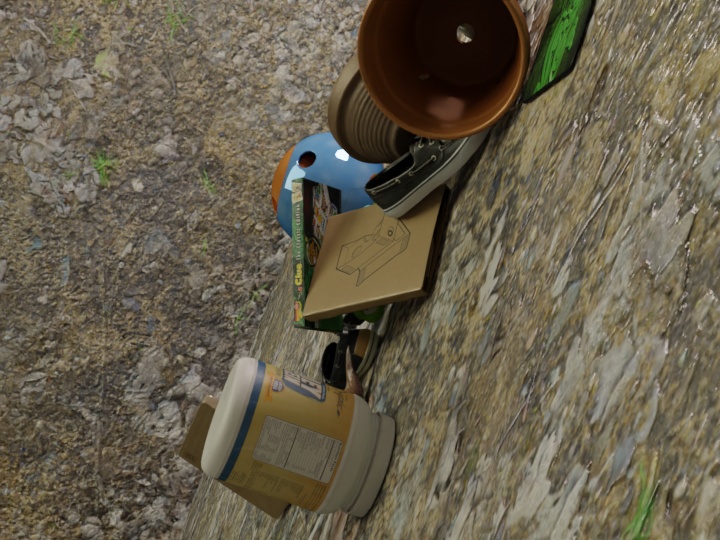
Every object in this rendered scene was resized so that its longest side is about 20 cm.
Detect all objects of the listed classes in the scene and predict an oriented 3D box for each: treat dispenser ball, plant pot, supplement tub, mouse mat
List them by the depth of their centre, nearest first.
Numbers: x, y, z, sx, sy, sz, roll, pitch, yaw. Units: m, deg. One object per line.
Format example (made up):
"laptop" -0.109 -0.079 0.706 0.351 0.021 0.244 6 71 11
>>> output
"mouse mat" 0.224 -0.284 1.292 0.161 0.007 0.202 151 137 -78
"supplement tub" -0.073 0.199 1.424 0.145 0.198 0.146 -160 90 -81
"plant pot" 0.109 -0.269 1.432 0.201 0.199 0.140 -66 -7 27
"plant pot" 0.064 -0.207 1.581 0.093 0.200 0.202 54 132 37
"treat dispenser ball" -0.050 -0.130 2.042 0.201 0.199 0.202 -160 90 -82

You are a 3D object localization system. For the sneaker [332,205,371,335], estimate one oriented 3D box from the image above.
"sneaker" 0.000 0.000 1.778 0.201 0.079 0.077 -65 -24 0

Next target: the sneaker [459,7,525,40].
"sneaker" 0.160 -0.332 1.576 0.200 0.079 0.075 -96 25 -74

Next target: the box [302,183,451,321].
"box" 0.021 -0.022 1.580 0.199 0.021 0.165 -14 49 38

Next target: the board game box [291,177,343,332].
"board game box" -0.058 -0.019 1.662 0.105 0.023 0.202 15 -107 -62

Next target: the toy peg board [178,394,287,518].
"toy peg board" -0.169 0.274 1.958 0.098 0.198 0.200 -56 -2 -38

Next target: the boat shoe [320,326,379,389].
"boat shoe" -0.029 0.137 1.768 0.200 0.062 0.075 121 165 -58

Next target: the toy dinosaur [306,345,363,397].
"toy dinosaur" -0.040 0.206 1.640 0.201 0.086 0.135 -55 18 -6

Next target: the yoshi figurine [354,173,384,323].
"yoshi figurine" 0.024 -0.029 1.669 0.112 0.111 0.202 -162 89 -75

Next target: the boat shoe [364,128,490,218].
"boat shoe" 0.084 -0.142 1.522 0.200 0.056 0.069 -43 24 29
